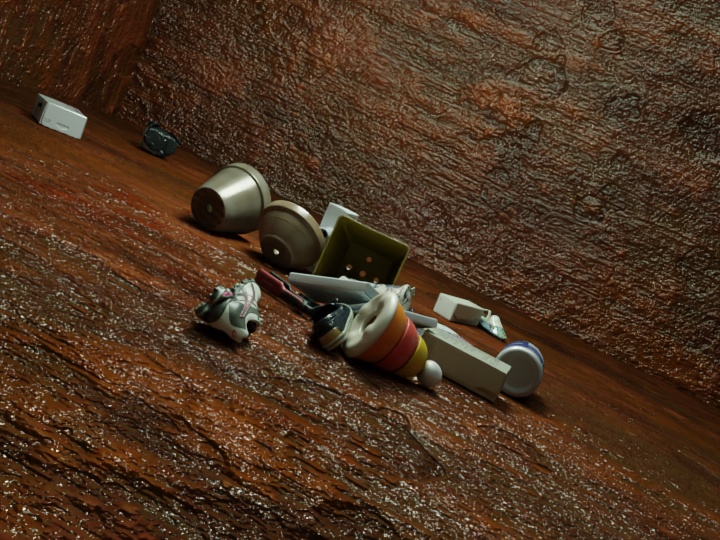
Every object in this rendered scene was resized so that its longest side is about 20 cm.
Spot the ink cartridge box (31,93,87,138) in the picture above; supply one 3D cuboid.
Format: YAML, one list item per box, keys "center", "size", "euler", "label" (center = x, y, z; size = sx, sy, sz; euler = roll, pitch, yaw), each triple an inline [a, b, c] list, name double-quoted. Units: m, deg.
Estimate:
- center: [-1.081, -0.555, 2.375]
  size: [0.146, 0.087, 0.199]
  euler: [18, 9, -40]
  label: "ink cartridge box"

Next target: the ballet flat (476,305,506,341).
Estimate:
- center: [0.454, 0.180, 2.352]
  size: [0.073, 0.075, 0.199]
  euler: [18, 10, -38]
  label: "ballet flat"

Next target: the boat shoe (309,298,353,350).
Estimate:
- center: [-0.058, 0.092, 1.272]
  size: [0.063, 0.074, 0.200]
  euler: [52, 8, -9]
  label: "boat shoe"

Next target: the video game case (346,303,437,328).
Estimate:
- center: [0.037, 0.102, 1.432]
  size: [0.180, 0.022, 0.198]
  euler: [-7, -18, 44]
  label: "video game case"

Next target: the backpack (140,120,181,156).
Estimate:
- center: [-0.907, -0.581, 2.956]
  size: [0.166, 0.128, 0.200]
  euler: [33, 1, -29]
  label: "backpack"

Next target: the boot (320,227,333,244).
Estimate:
- center: [-0.167, -0.085, 1.843]
  size: [0.196, 0.075, 0.095]
  euler: [-15, -7, 12]
  label: "boot"

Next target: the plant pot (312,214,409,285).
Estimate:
- center: [0.000, 0.000, 1.720]
  size: [0.197, 0.203, 0.176]
  euler: [25, -4, 5]
  label: "plant pot"

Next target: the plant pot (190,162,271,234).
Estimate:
- center: [-0.375, -0.189, 1.845]
  size: [0.197, 0.203, 0.173]
  euler: [26, 23, 16]
  label: "plant pot"

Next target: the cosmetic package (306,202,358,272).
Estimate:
- center: [-0.085, -0.087, 1.927]
  size: [0.073, 0.203, 0.101]
  euler: [27, 8, 16]
  label: "cosmetic package"

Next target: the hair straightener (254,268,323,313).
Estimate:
- center: [-0.140, 0.049, 1.429]
  size: [0.198, 0.042, 0.076]
  euler: [24, 5, 36]
  label: "hair straightener"

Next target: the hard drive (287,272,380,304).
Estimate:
- center: [-0.046, 0.050, 1.451]
  size: [0.197, 0.027, 0.132]
  euler: [7, -21, 31]
  label: "hard drive"

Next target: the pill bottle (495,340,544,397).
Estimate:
- center: [0.385, 0.232, 1.599]
  size: [0.114, 0.118, 0.200]
  euler: [26, 7, 16]
  label: "pill bottle"

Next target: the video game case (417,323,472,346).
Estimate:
- center: [0.188, 0.167, 1.706]
  size: [0.197, 0.036, 0.181]
  euler: [20, 9, -33]
  label: "video game case"

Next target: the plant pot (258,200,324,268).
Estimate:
- center: [-0.200, -0.075, 1.748]
  size: [0.198, 0.203, 0.093]
  euler: [26, 49, 13]
  label: "plant pot"

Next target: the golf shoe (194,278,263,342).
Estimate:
- center: [-0.198, 0.070, 1.080]
  size: [0.088, 0.077, 0.200]
  euler: [45, 11, 2]
  label: "golf shoe"

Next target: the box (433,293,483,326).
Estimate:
- center: [0.338, 0.136, 2.273]
  size: [0.082, 0.069, 0.198]
  euler: [30, 9, 39]
  label: "box"

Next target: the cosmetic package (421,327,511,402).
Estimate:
- center: [0.223, 0.202, 1.448]
  size: [0.198, 0.072, 0.105]
  euler: [27, 9, 18]
  label: "cosmetic package"

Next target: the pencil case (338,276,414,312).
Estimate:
- center: [0.027, 0.062, 1.548]
  size: [0.196, 0.079, 0.089]
  euler: [7, 19, 28]
  label: "pencil case"

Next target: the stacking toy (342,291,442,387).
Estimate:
- center: [0.076, 0.152, 1.251]
  size: [0.199, 0.147, 0.146]
  euler: [41, 3, -16]
  label: "stacking toy"

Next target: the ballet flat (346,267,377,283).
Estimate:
- center: [-0.013, 0.046, 1.852]
  size: [0.063, 0.069, 0.199]
  euler: [-21, 38, -39]
  label: "ballet flat"
